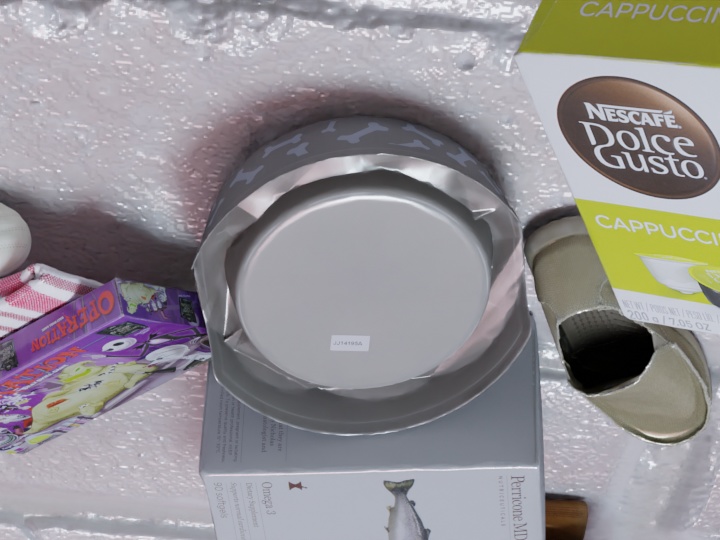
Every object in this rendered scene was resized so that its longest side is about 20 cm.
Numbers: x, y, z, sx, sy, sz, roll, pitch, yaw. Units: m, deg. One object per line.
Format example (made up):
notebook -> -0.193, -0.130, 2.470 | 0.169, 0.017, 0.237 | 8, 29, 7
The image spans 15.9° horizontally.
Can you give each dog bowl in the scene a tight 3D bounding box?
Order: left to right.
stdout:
dog bowl -> 0.000, 0.000, 1.450 | 0.200, 0.059, 0.200 | -2, 128, -3

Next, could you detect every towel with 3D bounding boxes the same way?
towel -> -0.222, 0.044, 1.521 | 0.200, 0.030, 0.146 | -23, 160, 23

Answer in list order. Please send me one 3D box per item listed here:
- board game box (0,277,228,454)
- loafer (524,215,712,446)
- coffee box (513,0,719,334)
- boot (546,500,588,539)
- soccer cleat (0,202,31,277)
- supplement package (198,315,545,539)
board game box -> -0.174, 0.060, 1.518 | 0.200, 0.032, 0.120 | -27, 154, 32
loafer -> 0.151, 0.051, 1.520 | 0.076, 0.068, 0.200 | -19, 135, 23
coffee box -> 0.218, -0.099, 1.198 | 0.199, 0.200, 0.198 | 8, 145, 31
boot -> 0.033, 0.199, 1.724 | 0.200, 0.069, 0.188 | 6, 136, -19
soccer cleat -> -0.285, -0.034, 1.447 | 0.200, 0.069, 0.078 | 8, 136, -2
supplement package -> 0.011, 0.109, 1.557 | 0.200, 0.117, 0.117 | -2, 138, 5
